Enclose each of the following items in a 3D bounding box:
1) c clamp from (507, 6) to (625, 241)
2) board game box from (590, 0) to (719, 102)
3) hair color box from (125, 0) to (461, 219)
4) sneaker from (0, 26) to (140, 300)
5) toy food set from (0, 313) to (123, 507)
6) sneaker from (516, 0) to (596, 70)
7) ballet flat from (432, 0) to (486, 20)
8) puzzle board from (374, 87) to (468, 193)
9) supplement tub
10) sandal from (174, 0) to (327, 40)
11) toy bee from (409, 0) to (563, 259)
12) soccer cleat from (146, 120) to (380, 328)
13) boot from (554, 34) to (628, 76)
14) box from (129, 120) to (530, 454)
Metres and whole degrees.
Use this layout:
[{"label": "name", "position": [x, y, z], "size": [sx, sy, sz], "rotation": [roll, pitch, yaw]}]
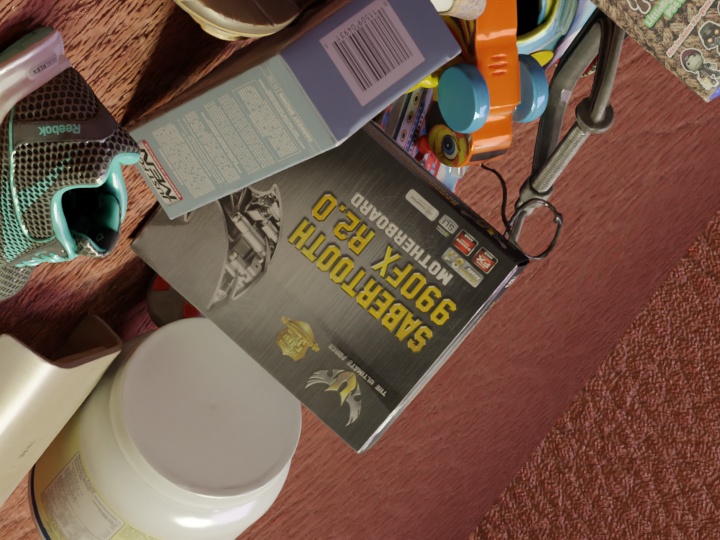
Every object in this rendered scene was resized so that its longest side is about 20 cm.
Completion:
[{"label": "c clamp", "position": [0.149, -0.102, 1.831], "size": [0.200, 0.027, 0.171], "rotation": [119, -13, -58]}, {"label": "board game box", "position": [0.215, -0.226, 1.759], "size": [0.097, 0.200, 0.159], "rotation": [-53, 167, 26]}, {"label": "hair color box", "position": [-0.042, -0.095, 1.404], "size": [0.099, 0.061, 0.200], "rotation": [-38, -170, -30]}, {"label": "sneaker", "position": [-0.162, -0.030, 1.297], "size": [0.078, 0.091, 0.200], "rotation": [-40, 166, -31]}, {"label": "toy food set", "position": [-0.225, 0.090, 1.575], "size": [0.144, 0.060, 0.200], "rotation": [-51, 176, 8]}, {"label": "sneaker", "position": [0.155, -0.219, 1.872], "size": [0.200, 0.080, 0.131], "rotation": [-48, 170, -5]}, {"label": "ballet flat", "position": [0.039, -0.201, 1.557], "size": [0.067, 0.068, 0.200], "rotation": [-40, 156, -17]}, {"label": "puzzle board", "position": [0.035, -0.054, 1.844], "size": [0.151, 0.017, 0.200], "rotation": [29, 78, -64]}, {"label": "supplement tub", "position": [-0.130, 0.124, 1.713], "size": [0.145, 0.145, 0.200], "rotation": [-41, 177, -32]}, {"label": "sandal", "position": [-0.065, -0.153, 1.332], "size": [0.054, 0.080, 0.200], "rotation": [-29, 180, 21]}, {"label": "toy bee", "position": [0.069, -0.114, 1.772], "size": [0.109, 0.131, 0.200], "rotation": [0, -101, 57]}, {"label": "soccer cleat", "position": [-0.064, -0.032, 1.733], "size": [0.200, 0.069, 0.078], "rotation": [-41, 173, -3]}, {"label": "boot", "position": [0.223, -0.246, 2.025], "size": [0.154, 0.073, 0.204], "rotation": [-48, 173, -25]}, {"label": "box", "position": [-0.020, -0.011, 1.610], "size": [0.158, 0.200, 0.048], "rotation": [-49, 172, 12]}]
